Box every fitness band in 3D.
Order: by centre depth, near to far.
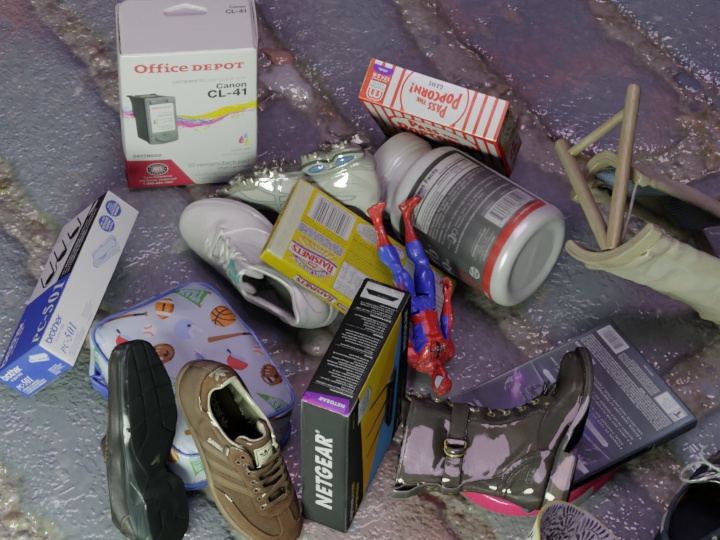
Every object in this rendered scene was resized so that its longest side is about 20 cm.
[{"bbox_3d":[0.177,0.163,1.705,0.200,0.038,0.144,-35,61,-28],"label":"fitness band"}]

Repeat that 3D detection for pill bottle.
[{"bbox_3d":[0.104,-0.058,1.819,0.200,0.116,0.116,33,57,28],"label":"pill bottle"}]

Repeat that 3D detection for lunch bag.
[{"bbox_3d":[-0.170,0.109,1.693,0.160,0.076,0.200,-27,58,-27],"label":"lunch bag"}]

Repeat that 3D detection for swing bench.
[{"bbox_3d":[0.315,-0.049,1.775,0.198,0.130,0.201,23,48,-29],"label":"swing bench"}]

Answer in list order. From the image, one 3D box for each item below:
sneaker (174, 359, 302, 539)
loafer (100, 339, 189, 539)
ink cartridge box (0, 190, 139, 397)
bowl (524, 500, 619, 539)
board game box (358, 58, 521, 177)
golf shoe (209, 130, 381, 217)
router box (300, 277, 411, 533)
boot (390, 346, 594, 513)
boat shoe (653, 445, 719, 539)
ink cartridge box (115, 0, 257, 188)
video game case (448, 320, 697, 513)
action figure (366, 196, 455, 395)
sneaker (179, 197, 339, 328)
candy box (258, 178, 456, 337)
[{"bbox_3d":[-0.103,0.173,1.586,0.070,0.201,0.075,-37,18,-25],"label":"sneaker"},{"bbox_3d":[-0.210,0.158,1.588,0.072,0.201,0.073,6,16,35],"label":"loafer"},{"bbox_3d":[-0.291,0.022,1.741,0.044,0.094,0.201,35,49,-22],"label":"ink cartridge box"},{"bbox_3d":[0.188,0.311,1.531,0.094,0.200,0.201,-39,52,21],"label":"bowl"},{"bbox_3d":[0.088,-0.160,1.854,0.151,0.200,0.047,19,86,11],"label":"board game box"},{"bbox_3d":[-0.067,-0.074,1.832,0.199,0.098,0.078,-13,15,32],"label":"golf shoe"},{"bbox_3d":[-0.005,0.127,1.616,0.051,0.200,0.149,19,54,14],"label":"router box"},{"bbox_3d":[0.123,0.138,1.636,0.173,0.069,0.201,12,52,8],"label":"boot"},{"bbox_3d":[0.328,0.218,1.645,0.075,0.062,0.200,30,45,25],"label":"boat shoe"},{"bbox_3d":[-0.182,-0.185,1.848,0.147,0.200,0.086,-4,52,-7],"label":"ink cartridge box"},{"bbox_3d":[0.204,0.138,1.694,0.199,0.019,0.143,-24,54,-19],"label":"video game case"},{"bbox_3d":[0.058,0.027,1.743,0.065,0.052,0.201,-9,81,-32],"label":"action figure"},{"bbox_3d":[-0.115,-0.008,1.775,0.200,0.075,0.088,33,24,20],"label":"sneaker"},{"bbox_3d":[0.000,0.000,1.773,0.200,0.026,0.102,34,54,-13],"label":"candy box"}]
